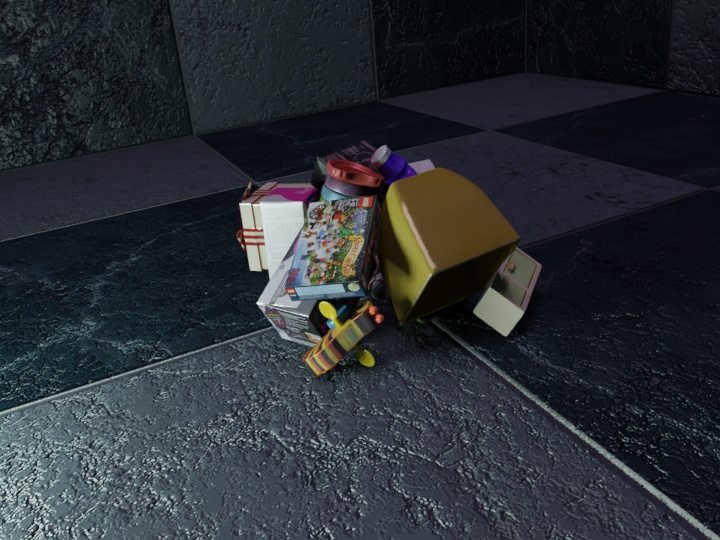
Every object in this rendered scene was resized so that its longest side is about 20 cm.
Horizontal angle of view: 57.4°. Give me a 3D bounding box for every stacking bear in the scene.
[{"bbox_3d":[-0.039,-0.116,1.369,0.118,0.206,0.114,7,21,-23],"label":"stacking bear"}]

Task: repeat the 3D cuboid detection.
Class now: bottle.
[{"bbox_3d":[0.102,-0.179,1.392,0.065,0.199,0.084,-45,25,4],"label":"bottle"}]

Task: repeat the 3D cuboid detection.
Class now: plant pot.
[{"bbox_3d":[0.129,-0.061,1.172,0.189,0.197,0.204,-19,69,-23],"label":"plant pot"}]

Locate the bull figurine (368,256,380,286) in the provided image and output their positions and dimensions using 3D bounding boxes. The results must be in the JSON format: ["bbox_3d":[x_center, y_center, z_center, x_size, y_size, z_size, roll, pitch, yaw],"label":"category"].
[{"bbox_3d":[0.000,0.000,1.367,0.193,0.122,0.067,-13,66,3],"label":"bull figurine"}]

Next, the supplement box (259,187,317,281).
[{"bbox_3d":[-0.143,-0.065,1.405,0.100,0.206,0.102,0,24,14],"label":"supplement box"}]

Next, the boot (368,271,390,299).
[{"bbox_3d":[0.117,0.030,1.306,0.194,0.074,0.092,-20,44,-4],"label":"boot"}]

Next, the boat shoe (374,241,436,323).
[{"bbox_3d":[0.081,0.013,1.266,0.072,0.063,0.204,-23,73,-25],"label":"boat shoe"}]

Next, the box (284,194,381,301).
[{"bbox_3d":[-0.043,-0.041,1.133,0.132,0.038,0.204,-6,47,20],"label":"box"}]

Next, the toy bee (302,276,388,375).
[{"bbox_3d":[-0.012,0.086,1.096,0.129,0.205,0.108,28,-15,-19],"label":"toy bee"}]

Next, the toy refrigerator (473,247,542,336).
[{"bbox_3d":[0.279,0.030,1.225,0.075,0.071,0.200,35,34,6],"label":"toy refrigerator"}]

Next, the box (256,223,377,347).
[{"bbox_3d":[-0.078,0.022,1.208,0.129,0.116,0.203,10,57,33],"label":"box"}]

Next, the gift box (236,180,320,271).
[{"bbox_3d":[-0.182,-0.122,1.558,0.180,0.207,0.185,0,19,17],"label":"gift box"}]

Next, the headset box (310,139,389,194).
[{"bbox_3d":[0.004,-0.216,1.512,0.147,0.076,0.198,37,40,19],"label":"headset box"}]

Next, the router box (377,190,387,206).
[{"bbox_3d":[0.051,-0.113,1.487,0.150,0.063,0.199,-44,-10,27],"label":"router box"}]

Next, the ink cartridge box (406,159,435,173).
[{"bbox_3d":[0.096,-0.185,1.668,0.194,0.150,0.087,-14,54,-18],"label":"ink cartridge box"}]
